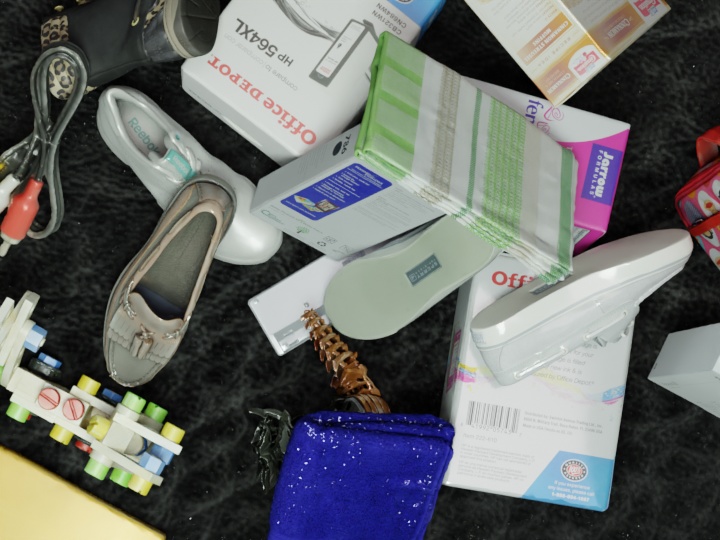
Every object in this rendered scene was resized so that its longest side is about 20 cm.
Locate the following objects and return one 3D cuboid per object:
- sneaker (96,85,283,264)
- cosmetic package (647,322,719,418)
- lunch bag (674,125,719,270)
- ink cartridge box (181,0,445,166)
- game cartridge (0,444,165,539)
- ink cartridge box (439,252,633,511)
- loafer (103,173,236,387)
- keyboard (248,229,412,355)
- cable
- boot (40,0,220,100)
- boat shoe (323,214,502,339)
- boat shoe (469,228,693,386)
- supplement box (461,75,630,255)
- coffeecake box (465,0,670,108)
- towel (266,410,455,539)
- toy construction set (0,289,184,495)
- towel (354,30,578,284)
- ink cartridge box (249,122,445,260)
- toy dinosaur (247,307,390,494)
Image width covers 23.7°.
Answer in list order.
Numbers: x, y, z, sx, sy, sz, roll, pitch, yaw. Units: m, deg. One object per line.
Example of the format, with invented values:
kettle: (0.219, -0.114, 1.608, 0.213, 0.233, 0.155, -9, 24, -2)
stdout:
sneaker: (-0.149, -0.080, 1.456, 0.200, 0.088, 0.075, 41, 82, -1)
cosmetic package: (0.337, 0.101, 1.425, 0.150, 0.200, 0.052, 26, 83, -3)
lunch bag: (0.341, -0.045, 1.438, 0.082, 0.200, 0.177, -35, 86, -8)
ink cartridge box: (-0.040, -0.199, 1.476, 0.146, 0.084, 0.200, 36, 83, -1)
game cartridge: (-0.292, 0.254, 1.449, 0.199, 0.032, 0.177, 29, 84, 0)
ink cartridge box: (0.148, 0.094, 1.468, 0.144, 0.085, 0.201, 10, 85, -4)
loafer: (-0.164, 0.015, 1.425, 0.072, 0.063, 0.201, 24, 108, -11)
keyboard: (0.000, 0.000, 1.503, 0.199, 0.011, 0.056, -31, 83, -7)
cable: (-0.270, -0.093, 1.427, 0.097, 0.050, 0.200, 35, 122, -9)
boot: (-0.190, -0.233, 1.460, 0.150, 0.073, 0.201, -20, 46, 22)
boat shoe: (0.055, -0.002, 1.437, 0.200, 0.071, 0.070, -30, 86, 39)
boat shoe: (0.188, 0.031, 1.405, 0.199, 0.072, 0.069, -28, 108, -14)
supplement box: (0.116, -0.094, 1.469, 0.199, 0.103, 0.102, 15, 77, -5)
coffeecake box: (0.153, -0.257, 1.461, 0.200, 0.153, 0.073, 50, 128, 1)
towel: (-0.005, 0.211, 1.394, 0.147, 0.050, 0.201, 3, 113, -27)
toy construction set: (-0.237, 0.107, 1.411, 0.200, 0.131, 0.092, 43, 85, -1)
towel: (0.085, -0.087, 1.339, 0.199, 0.031, 0.150, 31, 41, -20)
ink cartridge box: (0.002, -0.066, 1.401, 0.099, 0.200, 0.039, 29, 63, -26)
toy dinosaur: (-0.019, 0.139, 1.463, 0.135, 0.102, 0.201, -16, 68, -21)
